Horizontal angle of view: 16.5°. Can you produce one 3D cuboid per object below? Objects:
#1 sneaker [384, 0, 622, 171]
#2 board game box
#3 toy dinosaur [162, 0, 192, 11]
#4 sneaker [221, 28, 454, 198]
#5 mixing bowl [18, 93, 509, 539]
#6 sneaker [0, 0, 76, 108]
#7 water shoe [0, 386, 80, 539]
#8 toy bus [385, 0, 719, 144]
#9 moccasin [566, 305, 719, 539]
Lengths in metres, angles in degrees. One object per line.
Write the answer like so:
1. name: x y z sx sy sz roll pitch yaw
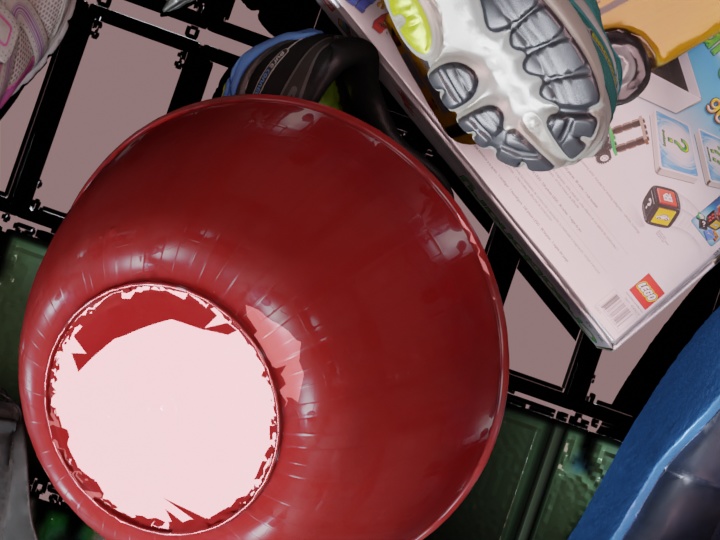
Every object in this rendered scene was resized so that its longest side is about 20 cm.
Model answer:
1. sneaker: 0.034 -0.129 0.917 0.077 0.080 0.200 -24 99 29
2. board game box: 0.088 -0.083 1.041 0.126 0.035 0.200 -39 95 -6
3. toy dinosaur: -0.047 -0.157 0.967 0.199 0.136 0.102 15 84 -17
4. sneaker: 0.000 0.000 1.001 0.071 0.083 0.200 -17 93 -41
5. mixing bowl: -0.054 0.038 0.945 0.199 0.108 0.201 5 103 20
6. sneaker: -0.171 -0.080 0.980 0.081 0.088 0.200 28 87 -7
7. water shoe: -0.175 0.064 0.993 0.079 0.071 0.200 -33 107 -12
8. toy bus: 0.116 -0.118 0.994 0.200 0.065 0.078 -30 92 -6
9. moccasin: 0.147 0.087 1.039 0.068 0.080 0.200 31 101 -11
